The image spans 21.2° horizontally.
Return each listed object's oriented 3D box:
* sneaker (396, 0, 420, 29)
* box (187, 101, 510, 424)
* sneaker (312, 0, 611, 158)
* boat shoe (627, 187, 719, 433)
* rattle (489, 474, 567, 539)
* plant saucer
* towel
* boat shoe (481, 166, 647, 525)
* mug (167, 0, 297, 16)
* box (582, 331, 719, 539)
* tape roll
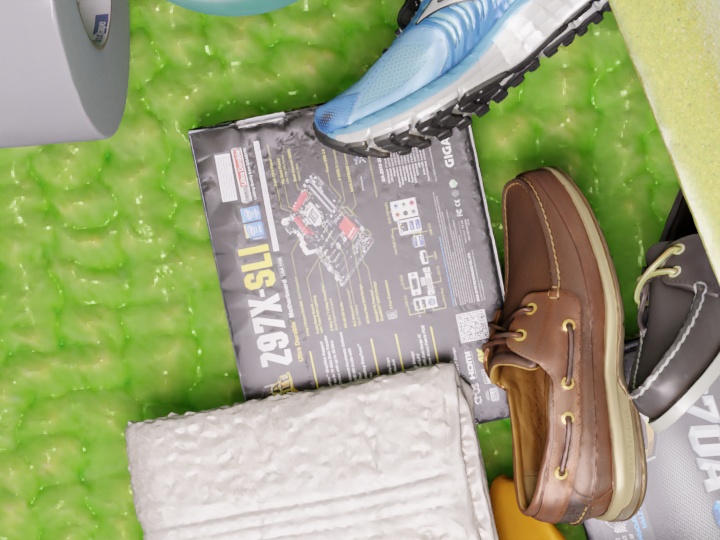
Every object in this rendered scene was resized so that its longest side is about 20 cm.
[{"bbox_3d":[0.013,-0.218,1.069,0.086,0.080,0.200,-30,93,4],"label":"sneaker"},{"bbox_3d":[0.000,0.000,1.102,0.159,0.049,0.200,-12,95,4],"label":"box"},{"bbox_3d":[0.053,-0.136,1.035,0.200,0.078,0.090,-37,81,4],"label":"sneaker"},{"bbox_3d":[0.180,0.005,1.043,0.061,0.201,0.072,40,136,-7],"label":"boat shoe"},{"bbox_3d":[0.183,0.184,1.073,0.200,0.143,0.130,-10,129,-2],"label":"rattle"},{"bbox_3d":[0.214,-0.100,1.017,0.048,0.200,0.200,-19,95,33],"label":"plant saucer"},{"bbox_3d":[-0.026,0.130,1.066,0.200,0.034,0.133,-10,82,3],"label":"towel"},{"bbox_3d":[0.102,0.040,1.044,0.067,0.072,0.200,-5,78,-20],"label":"boat shoe"},{"bbox_3d":[-0.053,-0.216,1.004,0.185,0.114,0.152,-22,88,6],"label":"mug"},{"bbox_3d":[0.204,0.126,1.110,0.159,0.046,0.200,-18,94,3],"label":"box"},{"bbox_3d":[-0.174,-0.166,1.013,0.066,0.200,0.201,-6,95,4],"label":"tape roll"}]
